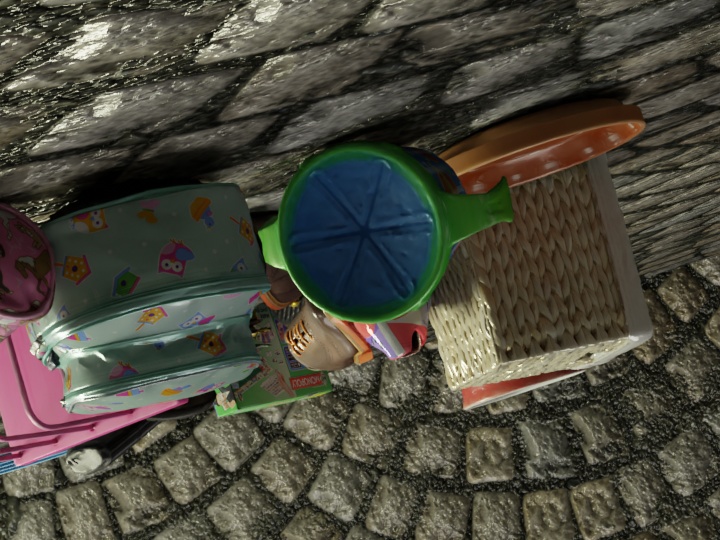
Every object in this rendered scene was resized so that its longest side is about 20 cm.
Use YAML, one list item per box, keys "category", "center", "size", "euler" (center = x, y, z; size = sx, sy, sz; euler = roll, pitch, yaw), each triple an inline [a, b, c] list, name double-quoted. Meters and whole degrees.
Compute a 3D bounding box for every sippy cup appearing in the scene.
- category: "sippy cup"
  center: [0.021, -0.039, 1.484]
  size: [0.140, 0.177, 0.130]
  euler: [-67, 167, 18]

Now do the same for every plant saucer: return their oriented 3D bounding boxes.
- category: "plant saucer"
  center: [0.142, -0.104, 1.642]
  size: [0.199, 0.033, 0.200]
  euler: [-18, 174, -2]

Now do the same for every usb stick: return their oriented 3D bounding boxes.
- category: "usb stick"
  center: [-0.210, 0.138, 1.847]
  size: [0.055, 0.033, 0.200]
  euler: [-23, -171, 33]

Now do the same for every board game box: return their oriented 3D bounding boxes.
- category: "board game box"
  center: [-0.106, 0.075, 2.014]
  size: [0.029, 0.135, 0.200]
  euler: [-20, 173, 26]

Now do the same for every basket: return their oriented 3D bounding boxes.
- category: "basket"
  center: [0.154, 0.002, 1.833]
  size: [0.160, 0.201, 0.198]
  euler: [-14, 172, -14]

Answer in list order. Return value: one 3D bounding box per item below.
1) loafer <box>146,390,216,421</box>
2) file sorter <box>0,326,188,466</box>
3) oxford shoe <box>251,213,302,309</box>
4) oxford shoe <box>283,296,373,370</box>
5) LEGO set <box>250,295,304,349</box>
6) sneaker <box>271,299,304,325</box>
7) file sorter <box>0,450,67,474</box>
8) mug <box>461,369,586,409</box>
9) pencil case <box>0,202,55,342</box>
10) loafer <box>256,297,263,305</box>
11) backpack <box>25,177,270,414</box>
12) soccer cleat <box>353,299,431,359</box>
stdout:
- category: "loafer"
  center: [-0.222, 0.080, 1.722]
  size: [0.199, 0.072, 0.073]
  euler: [13, -164, -9]
- category: "file sorter"
  center: [-0.265, 0.072, 1.543]
  size: [0.199, 0.140, 0.125]
  euler: [-22, 171, 36]
- category: "oxford shoe"
  center: [-0.065, -0.012, 1.695]
  size: [0.072, 0.072, 0.200]
  euler: [-25, 172, 14]
- category: "oxford shoe"
  center: [-0.035, 0.061, 1.830]
  size: [0.073, 0.072, 0.200]
  euler: [-24, 161, 0]
- category: "LEGO set"
  center: [-0.141, 0.056, 1.825]
  size: [0.199, 0.117, 0.153]
  euler: [-12, 172, -41]
- category: "sneaker"
  center: [-0.003, 0.003, 1.973]
  size: [0.104, 0.076, 0.200]
  euler: [-15, 176, -36]
- category: "file sorter"
  center: [-0.335, 0.122, 1.850]
  size: [0.138, 0.123, 0.200]
  euler: [-15, 174, -14]
- category: "mug"
  center: [0.158, 0.023, 2.001]
  size: [0.177, 0.201, 0.133]
  euler: [-16, 173, -22]
- category: "pencil case"
  center: [-0.284, 0.021, 1.296]
  size: [0.086, 0.083, 0.199]
  euler: [12, 155, -41]
- category: "loafer"
  center: [-0.179, 0.017, 1.694]
  size: [0.199, 0.063, 0.072]
  euler: [-10, 176, -32]
- category: "backpack"
  center: [-0.149, 0.015, 1.352]
  size: [0.175, 0.154, 0.200]
  euler: [-11, 165, -13]
- category: "soccer cleat"
  center: [0.035, 0.048, 1.782]
  size: [0.068, 0.073, 0.200]
  euler: [-30, 172, 8]
